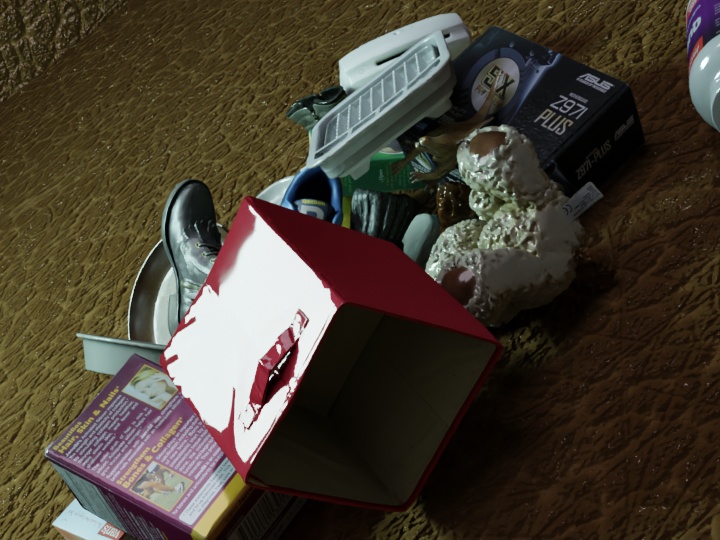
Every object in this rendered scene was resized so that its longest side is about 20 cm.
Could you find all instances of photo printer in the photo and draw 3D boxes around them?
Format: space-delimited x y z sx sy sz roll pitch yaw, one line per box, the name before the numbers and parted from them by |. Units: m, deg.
photo printer | 0.054 -0.243 1.741 0.166 0.070 0.200 -23 -5 -2

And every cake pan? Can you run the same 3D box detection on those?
cake pan | -0.191 0.095 1.456 0.200 0.200 0.037 4 84 54

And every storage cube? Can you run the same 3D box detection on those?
storage cube | -0.028 0.070 1.177 0.180 0.200 0.171 45 112 47

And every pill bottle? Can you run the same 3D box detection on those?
pill bottle | 0.365 -0.201 1.349 0.112 0.113 0.200 -23 28 25

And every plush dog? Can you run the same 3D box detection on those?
plush dog | 0.122 -0.010 1.318 0.172 0.160 0.200 -23 50 55

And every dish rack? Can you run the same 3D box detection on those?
dish rack | 0.027 -0.158 1.410 0.172 0.044 0.200 -37 16 12

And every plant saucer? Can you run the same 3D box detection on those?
plant saucer | -0.184 0.044 1.614 0.200 0.032 0.201 -13 70 38

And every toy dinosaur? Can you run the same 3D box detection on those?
toy dinosaur | 0.091 -0.123 1.374 0.101 0.058 0.200 -34 6 33

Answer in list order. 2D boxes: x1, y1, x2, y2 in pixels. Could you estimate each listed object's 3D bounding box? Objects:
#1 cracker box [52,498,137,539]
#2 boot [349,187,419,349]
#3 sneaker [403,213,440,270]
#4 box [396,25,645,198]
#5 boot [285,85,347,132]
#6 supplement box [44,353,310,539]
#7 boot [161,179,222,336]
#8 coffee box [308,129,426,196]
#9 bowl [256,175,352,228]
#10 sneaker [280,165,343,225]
cracker box | -0.195 0.207 1.420 0.200 0.058 0.134 -47 27 -24
boot | 0.020 0.002 1.372 0.158 0.079 0.211 -71 19 2
sneaker | 0.000 0.000 1.502 0.200 0.081 0.077 -37 24 -5
box | 0.159 -0.142 1.466 0.164 0.086 0.200 -43 47 -14
boot | -0.042 -0.156 1.739 0.200 0.131 0.068 -22 29 53
supplement box | -0.159 0.181 1.289 0.200 0.103 0.131 22 59 31
boot | -0.133 -0.005 1.505 0.069 0.200 0.174 0 -5 -40
coffee box | 0.045 -0.130 1.608 0.200 0.044 0.123 -6 26 -6
bowl | -0.070 -0.042 1.629 0.200 0.108 0.200 -29 26 16
sneaker | -0.058 -0.022 1.395 0.082 0.074 0.200 113 167 -52
